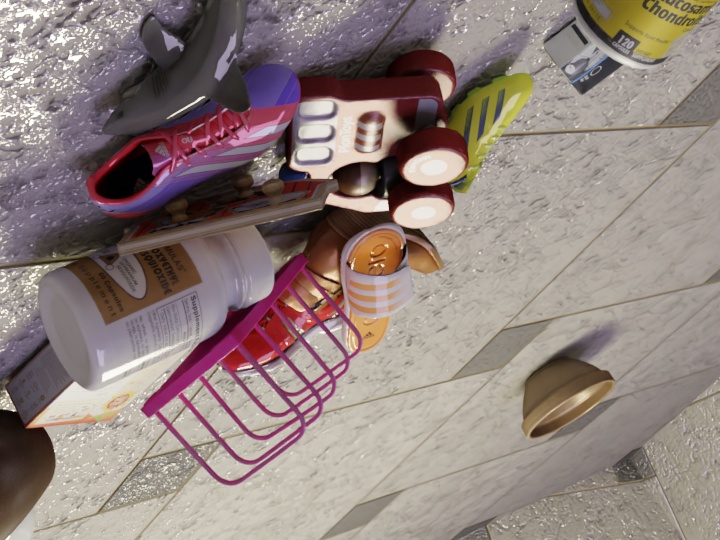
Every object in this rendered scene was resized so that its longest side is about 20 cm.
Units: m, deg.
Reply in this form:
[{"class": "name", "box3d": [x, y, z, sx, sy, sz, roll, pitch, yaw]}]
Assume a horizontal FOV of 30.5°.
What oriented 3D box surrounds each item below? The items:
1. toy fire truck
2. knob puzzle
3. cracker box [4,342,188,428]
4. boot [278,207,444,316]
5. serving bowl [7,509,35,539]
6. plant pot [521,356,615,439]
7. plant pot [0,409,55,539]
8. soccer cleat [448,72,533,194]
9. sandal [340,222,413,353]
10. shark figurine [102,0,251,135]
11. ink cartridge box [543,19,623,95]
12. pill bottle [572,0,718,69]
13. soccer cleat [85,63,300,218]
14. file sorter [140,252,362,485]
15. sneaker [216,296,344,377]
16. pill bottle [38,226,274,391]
[{"class": "toy fire truck", "box3d": [0.007, -0.118, 1.251, 0.167, 0.113, 0.200, -2, 152, -7]}, {"class": "knob puzzle", "box3d": [-0.118, -0.064, 1.179, 0.218, 0.031, 0.220, -13, -169, 3]}, {"class": "cracker box", "box3d": [-0.254, 0.083, 1.373, 0.200, 0.058, 0.134, -40, 159, 22]}, {"class": "boot", "box3d": [0.000, 0.000, 1.480, 0.155, 0.077, 0.200, -47, 151, 8]}, {"class": "serving bowl", "box3d": [-0.489, 0.351, 1.631, 0.199, 0.066, 0.200, -27, 159, -11]}, {"class": "plant pot", "box3d": [0.379, 0.230, 2.520, 0.200, 0.093, 0.201, -28, 158, -12]}, {"class": "plant pot", "box3d": [-0.403, 0.211, 1.322, 0.187, 0.187, 0.200, -42, 171, 26]}, {"class": "soccer cleat", "box3d": [0.108, -0.125, 1.375, 0.200, 0.084, 0.065, -39, 158, 17]}, {"class": "sandal", "box3d": [0.023, 0.032, 1.435, 0.079, 0.059, 0.207, -22, 143, -20]}, {"class": "shark figurine", "box3d": [-0.108, -0.165, 0.991, 0.128, 0.090, 0.215, -19, 157, -33]}, {"class": "ink cartridge box", "box3d": [0.290, -0.268, 1.376, 0.200, 0.039, 0.099, -38, 157, 14]}, {"class": "pill bottle", "box3d": [0.294, -0.292, 1.225, 0.112, 0.112, 0.200, -12, 152, -40]}, {"class": "soccer cleat", "box3d": [-0.138, -0.106, 1.098, 0.199, 0.067, 0.076, -30, 174, 9]}, {"class": "file sorter", "box3d": [-0.098, 0.103, 1.340, 0.139, 0.126, 0.200, -38, -172, 28]}, {"class": "sneaker", "box3d": [-0.088, 0.047, 1.533, 0.199, 0.077, 0.085, -31, 140, -15]}, {"class": "pill bottle", "box3d": [-0.185, 0.021, 1.221, 0.199, 0.115, 0.115, -25, 159, -30]}]
